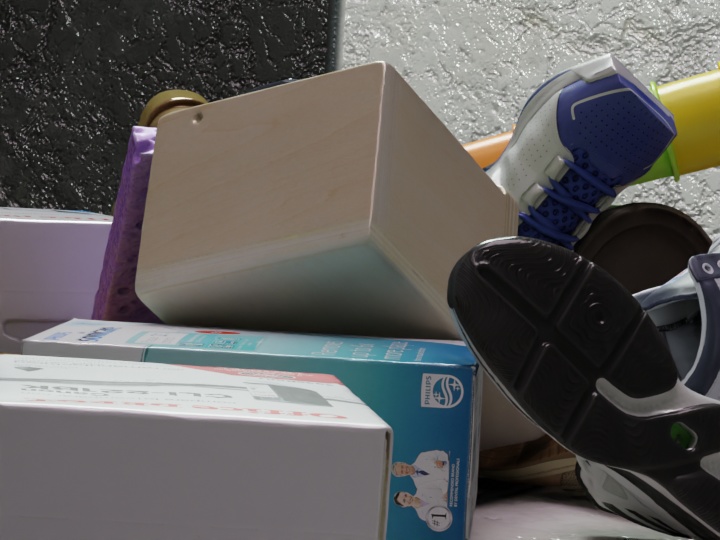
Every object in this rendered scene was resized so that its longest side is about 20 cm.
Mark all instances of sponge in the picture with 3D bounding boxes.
[{"bbox_3d":[-0.083,0.011,1.592,0.111,0.200,0.030,3,40,-16],"label":"sponge"}]

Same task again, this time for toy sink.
[{"bbox_3d":[0.000,0.000,1.478,0.130,0.112,0.200,-13,-36,27],"label":"toy sink"}]

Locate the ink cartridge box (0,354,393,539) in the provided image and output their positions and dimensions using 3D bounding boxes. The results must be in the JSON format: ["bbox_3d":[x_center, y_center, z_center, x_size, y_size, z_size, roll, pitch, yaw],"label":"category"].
[{"bbox_3d":[-0.071,0.083,1.111,0.144,0.084,0.200,4,4,-6],"label":"ink cartridge box"}]

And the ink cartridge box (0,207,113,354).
[{"bbox_3d":[-0.204,0.007,1.725,0.146,0.086,0.200,2,1,-19],"label":"ink cartridge box"}]

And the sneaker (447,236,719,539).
[{"bbox_3d":[0.100,0.065,1.340,0.200,0.076,0.115,39,-21,-15],"label":"sneaker"}]

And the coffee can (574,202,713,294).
[{"bbox_3d":[0.092,0.028,1.721,0.146,0.147,0.200,1,4,-41],"label":"coffee can"}]

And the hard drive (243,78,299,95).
[{"bbox_3d":[-0.041,-0.007,1.712,0.042,0.200,0.135,-1,6,-14],"label":"hard drive"}]

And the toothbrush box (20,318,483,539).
[{"bbox_3d":[-0.046,0.072,1.353,0.200,0.085,0.146,2,3,4],"label":"toothbrush box"}]

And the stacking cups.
[{"bbox_3d":[0.112,-0.058,1.651,0.200,0.061,0.061,-17,1,7],"label":"stacking cups"}]

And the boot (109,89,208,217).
[{"bbox_3d":[-0.102,0.005,1.736,0.066,0.175,0.200,-1,27,-15],"label":"boot"}]

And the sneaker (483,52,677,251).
[{"bbox_3d":[0.086,-0.012,1.576,0.199,0.115,0.081,-37,-54,25],"label":"sneaker"}]

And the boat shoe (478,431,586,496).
[{"bbox_3d":[0.124,0.088,1.516,0.065,0.071,0.200,41,-25,-26],"label":"boat shoe"}]

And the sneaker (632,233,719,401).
[{"bbox_3d":[0.184,-0.013,1.422,0.108,0.200,0.070,17,-31,-22],"label":"sneaker"}]
